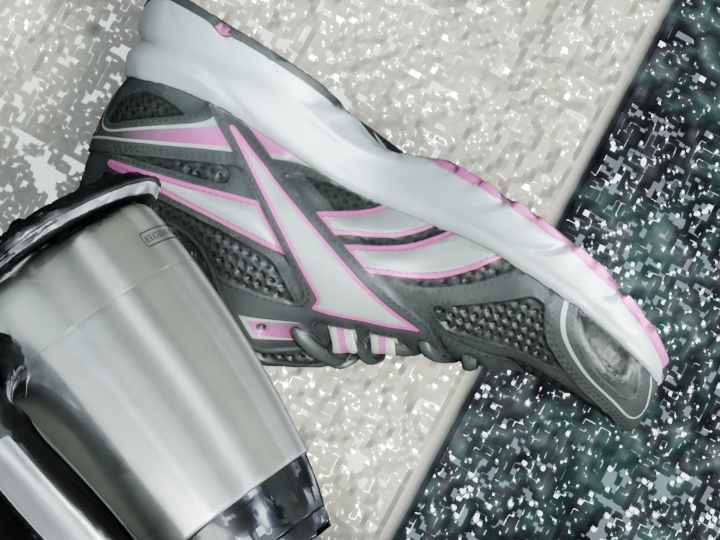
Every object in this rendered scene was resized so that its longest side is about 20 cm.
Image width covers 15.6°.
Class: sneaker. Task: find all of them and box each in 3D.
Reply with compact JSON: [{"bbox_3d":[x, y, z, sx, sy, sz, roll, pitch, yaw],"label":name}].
[{"bbox_3d":[0.000,0.000,0.819,0.199,0.080,0.087,32,91,11],"label":"sneaker"}]

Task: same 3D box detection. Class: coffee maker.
[{"bbox_3d":[-0.073,0.103,0.768,0.200,0.192,0.135,53,39,4],"label":"coffee maker"}]
